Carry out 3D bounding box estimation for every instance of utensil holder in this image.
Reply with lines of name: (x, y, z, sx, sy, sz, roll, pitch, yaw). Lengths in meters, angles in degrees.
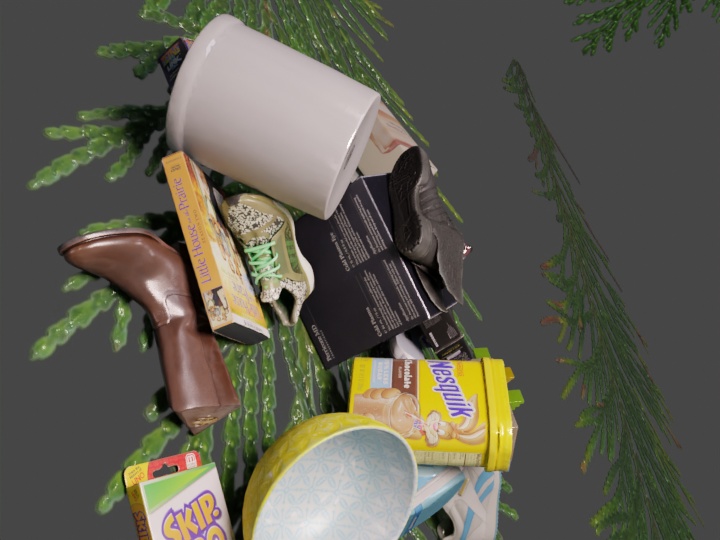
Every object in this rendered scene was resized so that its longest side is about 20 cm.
utensil holder: (-0.096, -0.172, 0.806, 0.197, 0.172, 0.171, 25, 35, 1)

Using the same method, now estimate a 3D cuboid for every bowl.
bowl: (-0.047, 0.229, 0.738, 0.199, 0.202, 0.107, 33, -2, -39)

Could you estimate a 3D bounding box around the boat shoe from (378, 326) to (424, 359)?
boat shoe: (0.057, 0.119, 1.052, 0.069, 0.067, 0.200, 32, 14, -11)

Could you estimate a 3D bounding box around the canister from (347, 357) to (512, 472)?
canister: (0.084, 0.178, 0.884, 0.150, 0.196, 0.088, -84, 174, -53)

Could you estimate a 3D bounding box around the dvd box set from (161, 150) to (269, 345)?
dvd box set: (-0.163, -0.019, 0.801, 0.146, 0.029, 0.203, 57, 13, -75)

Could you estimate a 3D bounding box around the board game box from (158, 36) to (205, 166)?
board game box: (-0.173, -0.230, 0.994, 0.199, 0.056, 0.167, -8, 70, -58)

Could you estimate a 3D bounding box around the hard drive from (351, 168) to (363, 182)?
hard drive: (0.057, -0.106, 1.204, 0.131, 0.026, 0.201, 16, 32, -48)

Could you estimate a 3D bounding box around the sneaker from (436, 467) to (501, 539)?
sneaker: (0.145, 0.290, 0.962, 0.077, 0.079, 0.204, -137, -136, -74)

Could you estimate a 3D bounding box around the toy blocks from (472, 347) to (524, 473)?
toy blocks: (0.200, 0.246, 1.126, 0.201, 0.098, 0.139, -101, -170, -54)

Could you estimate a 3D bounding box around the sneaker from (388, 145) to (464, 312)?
sneaker: (0.090, -0.056, 0.897, 0.104, 0.059, 0.203, 32, 46, -39)

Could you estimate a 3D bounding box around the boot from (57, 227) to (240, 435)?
boot: (-0.204, 0.065, 0.700, 0.185, 0.064, 0.203, 8, 62, -56)

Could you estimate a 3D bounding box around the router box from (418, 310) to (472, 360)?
router box: (0.097, 0.046, 1.059, 0.202, 0.051, 0.149, 62, 4, 24)

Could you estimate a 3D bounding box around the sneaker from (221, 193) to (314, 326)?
sneaker: (-0.107, -0.008, 0.843, 0.090, 0.076, 0.201, -93, 162, -44)

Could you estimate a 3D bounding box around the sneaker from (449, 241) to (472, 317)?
sneaker: (0.159, 0.006, 1.239, 0.076, 0.114, 0.203, 87, -20, -81)

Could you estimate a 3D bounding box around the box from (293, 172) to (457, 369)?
box: (0.000, 0.000, 0.947, 0.104, 0.181, 0.203, -19, 82, -60)

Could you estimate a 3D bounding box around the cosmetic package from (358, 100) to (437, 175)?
cosmetic package: (0.032, -0.222, 1.215, 0.103, 0.087, 0.201, 11, 39, -55)

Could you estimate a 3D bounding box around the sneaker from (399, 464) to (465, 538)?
sneaker: (0.028, 0.270, 0.893, 0.198, 0.080, 0.131, -15, 52, -41)

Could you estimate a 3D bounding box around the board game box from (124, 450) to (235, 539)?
board game box: (-0.154, 0.271, 0.645, 0.095, 0.030, 0.203, 4, 61, -57)

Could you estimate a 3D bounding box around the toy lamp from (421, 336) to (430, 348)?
toy lamp: (0.089, 0.032, 1.183, 0.058, 0.058, 0.203, -8, 73, -58)
